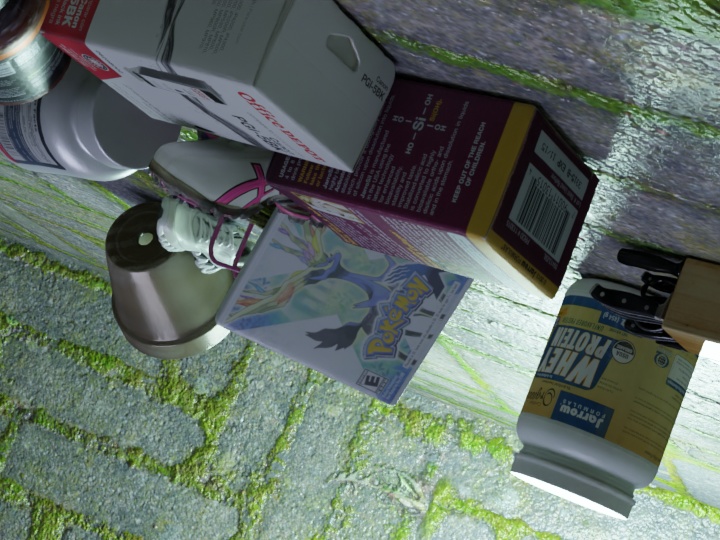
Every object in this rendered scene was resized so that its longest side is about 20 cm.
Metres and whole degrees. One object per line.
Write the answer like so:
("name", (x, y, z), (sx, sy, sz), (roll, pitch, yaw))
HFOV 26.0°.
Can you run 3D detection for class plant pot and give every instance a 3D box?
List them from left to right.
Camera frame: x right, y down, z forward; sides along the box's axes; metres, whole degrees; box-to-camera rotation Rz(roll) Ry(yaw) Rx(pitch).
("plant pot", (-0.278, -0.001, 2.216), (0.198, 0.201, 0.174), (19, 155, 24))

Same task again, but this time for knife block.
("knife block", (0.288, 0.032, 1.268), (0.174, 0.065, 0.200), (23, 172, -7))

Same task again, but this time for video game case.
("video game case", (0.000, 0.000, 1.333), (0.181, 0.201, 0.022), (25, -159, -16))

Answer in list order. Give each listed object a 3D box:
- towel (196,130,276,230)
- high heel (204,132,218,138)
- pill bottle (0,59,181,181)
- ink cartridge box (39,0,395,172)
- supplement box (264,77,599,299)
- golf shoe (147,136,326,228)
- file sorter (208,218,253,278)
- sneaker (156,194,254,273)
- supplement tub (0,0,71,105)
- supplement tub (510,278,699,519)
("towel", (-0.087, -0.079, 1.409), (0.143, 0.023, 0.200), (26, -161, -19))
("high heel", (-0.083, -0.117, 1.341), (0.200, 0.067, 0.096), (39, -171, -39))
("pill bottle", (-0.246, -0.142, 1.401), (0.119, 0.121, 0.199), (29, 170, -36))
("ink cartridge box", (-0.097, -0.150, 1.080), (0.199, 0.084, 0.147), (18, 169, 34))
("supplement box", (0.053, -0.067, 1.141), (0.199, 0.104, 0.131), (16, 170, 33))
("golf shoe", (-0.078, -0.089, 1.202), (0.199, 0.093, 0.072), (0, -151, -48))
("file sorter", (-0.042, -0.018, 1.612), (0.138, 0.127, 0.200), (16, 170, 37))
("sneaker", (-0.206, -0.049, 2.078), (0.080, 0.076, 0.200), (3, 167, 23))
("supplement tub", (-0.282, -0.200, 1.187), (0.106, 0.108, 0.200), (22, 171, 1))
("supplement tub", (0.236, 0.124, 1.512), (0.143, 0.202, 0.145), (21, 171, 3))
